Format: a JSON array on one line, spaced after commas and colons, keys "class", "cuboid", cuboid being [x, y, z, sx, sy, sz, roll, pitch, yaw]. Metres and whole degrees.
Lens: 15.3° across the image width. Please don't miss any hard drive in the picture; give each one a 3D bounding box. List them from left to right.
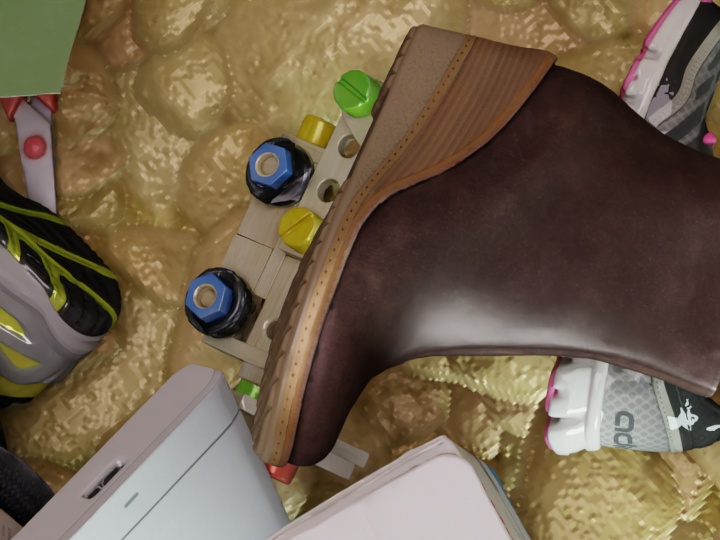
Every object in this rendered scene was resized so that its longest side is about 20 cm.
[{"class": "hard drive", "cuboid": [-0.065, 0.155, 1.049, 0.027, 0.200, 0.132, 10, 44, 40]}]

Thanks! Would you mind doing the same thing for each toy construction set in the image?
[{"class": "toy construction set", "cuboid": [0.000, 0.000, 1.113, 0.131, 0.092, 0.200, 22, 70, 29]}]

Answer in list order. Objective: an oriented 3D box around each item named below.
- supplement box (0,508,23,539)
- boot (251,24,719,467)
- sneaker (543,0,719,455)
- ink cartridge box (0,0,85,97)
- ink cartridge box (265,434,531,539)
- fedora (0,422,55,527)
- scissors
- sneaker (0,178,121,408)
[{"class": "supplement box", "cuboid": [-0.170, 0.155, 1.057, 0.126, 0.200, 0.074, -8, 59, 20]}, {"class": "boot", "cuboid": [0.062, 0.012, 1.025, 0.166, 0.072, 0.200, 25, 69, -3]}, {"class": "sneaker", "cuboid": [0.137, -0.014, 1.115, 0.087, 0.074, 0.200, 13, 87, 5]}, {"class": "ink cartridge box", "cuboid": [-0.182, -0.138, 1.121, 0.145, 0.200, 0.048, -4, 123, 7]}, {"class": "ink cartridge box", "cuboid": [0.043, 0.151, 1.041, 0.086, 0.200, 0.147, -29, 80, 4]}, {"class": "fedora", "cuboid": [-0.210, 0.080, 1.119, 0.200, 0.201, 0.092, -1, 53, 8]}, {"class": "scissors", "cuboid": [-0.140, -0.068, 1.188, 0.073, 0.014, 0.200, -22, 80, 5]}, {"class": "sneaker", "cuboid": [-0.194, -0.023, 1.162, 0.200, 0.075, 0.076, 47, 112, 19]}]
